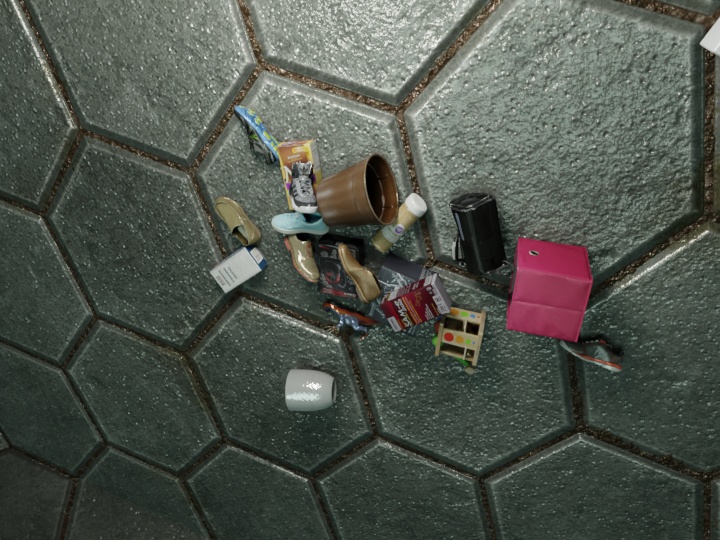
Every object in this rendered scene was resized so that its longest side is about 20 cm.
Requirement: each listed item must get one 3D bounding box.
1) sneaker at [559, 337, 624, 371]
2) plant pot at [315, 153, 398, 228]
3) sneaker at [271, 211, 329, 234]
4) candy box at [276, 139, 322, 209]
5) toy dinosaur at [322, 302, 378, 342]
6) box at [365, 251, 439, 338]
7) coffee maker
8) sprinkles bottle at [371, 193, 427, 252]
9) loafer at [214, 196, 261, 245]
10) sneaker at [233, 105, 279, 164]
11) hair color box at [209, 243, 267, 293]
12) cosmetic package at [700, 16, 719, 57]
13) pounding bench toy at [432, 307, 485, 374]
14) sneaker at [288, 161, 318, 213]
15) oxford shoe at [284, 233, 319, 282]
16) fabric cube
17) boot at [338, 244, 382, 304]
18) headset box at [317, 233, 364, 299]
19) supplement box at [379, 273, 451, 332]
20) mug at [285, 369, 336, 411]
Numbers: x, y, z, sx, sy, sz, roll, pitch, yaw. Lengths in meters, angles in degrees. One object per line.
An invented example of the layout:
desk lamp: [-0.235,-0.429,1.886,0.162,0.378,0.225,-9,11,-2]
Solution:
sneaker: [0.709,0.236,1.644,0.194,0.077,0.085,21,96,6]
plant pot: [-0.016,-0.215,1.572,0.192,0.201,0.206,-9,115,31]
sneaker: [-0.195,-0.167,1.712,0.192,0.076,0.083,1,147,7]
candy box: [-0.180,-0.294,1.660,0.112,0.057,0.207,1,116,20]
toy dinosaur: [-0.044,0.163,1.874,0.198,0.105,0.183,-38,89,-6]
box: [0.132,0.079,1.725,0.177,0.105,0.205,22,122,7]
coffee maker: [0.345,-0.106,1.511,0.188,0.134,0.206,6,123,45]
sprinkles bottle: [0.116,-0.142,1.631,0.068,0.069,0.200,40,123,-6]
loafer: [-0.418,-0.164,1.806,0.199,0.068,0.076,43,123,-7]
sneaker: [-0.321,-0.409,1.636,0.081,0.071,0.201,-31,108,24]
hair color box: [-0.431,-0.011,1.899,0.196,0.061,0.101,-28,106,29]
cosmetic package: [0.878,-0.513,1.127,0.196,0.124,0.202,30,123,-1]
pounding bench toy: [0.309,0.232,1.735,0.150,0.125,0.207,11,121,13]
sneaker: [-0.164,-0.245,1.545,0.073,0.201,0.118,-1,118,-20]
oxford shoe: [-0.182,-0.055,1.739,0.075,0.069,0.203,-46,67,34]
fabric cube: [0.525,0.049,1.516,0.192,0.197,0.207,9,121,14]
boot: [0.000,0.000,1.655,0.074,0.074,0.204,-24,104,26]
headset box: [-0.066,-0.005,1.766,0.143,0.075,0.207,9,120,14]
supplement box: [0.166,0.100,1.628,0.196,0.061,0.111,-24,109,28]
mug: [-0.176,0.464,2.036,0.168,0.152,0.202,-1,148,11]
